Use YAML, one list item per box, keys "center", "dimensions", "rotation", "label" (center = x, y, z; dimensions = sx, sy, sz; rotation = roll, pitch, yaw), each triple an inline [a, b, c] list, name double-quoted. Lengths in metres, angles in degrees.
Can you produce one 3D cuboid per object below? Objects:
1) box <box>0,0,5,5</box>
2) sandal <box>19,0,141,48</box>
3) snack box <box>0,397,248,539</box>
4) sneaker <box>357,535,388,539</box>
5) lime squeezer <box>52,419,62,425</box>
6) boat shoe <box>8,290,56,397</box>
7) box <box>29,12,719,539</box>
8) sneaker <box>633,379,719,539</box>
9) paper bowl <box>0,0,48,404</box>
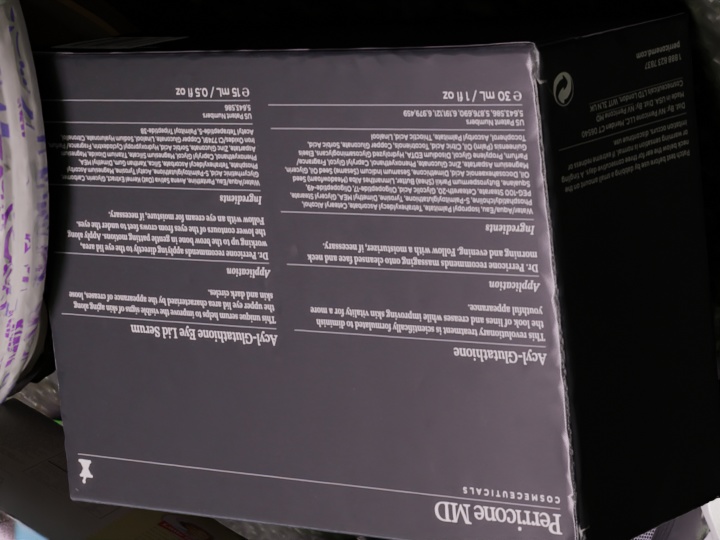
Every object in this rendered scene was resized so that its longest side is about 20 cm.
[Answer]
- center: [-0.182, -0.162, 0.776]
  dimensions: [0.199, 0.199, 0.172]
  rotation: [20, 140, 25]
  label: "box"
- center: [-0.086, -0.023, 0.966]
  dimensions: [0.080, 0.054, 0.201]
  rotation: [-2, 128, 43]
  label: "sandal"
- center: [-0.061, 0.114, 0.983]
  dimensions: [0.199, 0.116, 0.037]
  rotation: [30, 101, 9]
  label: "snack box"
- center: [0.053, 0.132, 0.878]
  dimensions: [0.199, 0.112, 0.077]
  rotation: [6, 126, -11]
  label: "sneaker"
- center: [-0.095, 0.084, 1.106]
  dimensions: [0.071, 0.038, 0.200]
  rotation: [49, 143, -14]
  label: "lime squeezer"
- center: [-0.195, -0.017, 1.058]
  dimensions: [0.201, 0.072, 0.061]
  rotation: [34, -177, 11]
  label: "boat shoe"
- center: [0.000, 0.000, 0.851]
  dimensions: [0.199, 0.079, 0.142]
  rotation: [3, 101, 41]
  label: "box"
- center: [0.064, 0.073, 0.913]
  dimensions: [0.114, 0.076, 0.200]
  rotation: [33, 147, 6]
  label: "sneaker"
- center: [-0.184, -0.041, 0.918]
  dimensions: [0.200, 0.104, 0.202]
  rotation: [25, 119, 56]
  label: "paper bowl"
